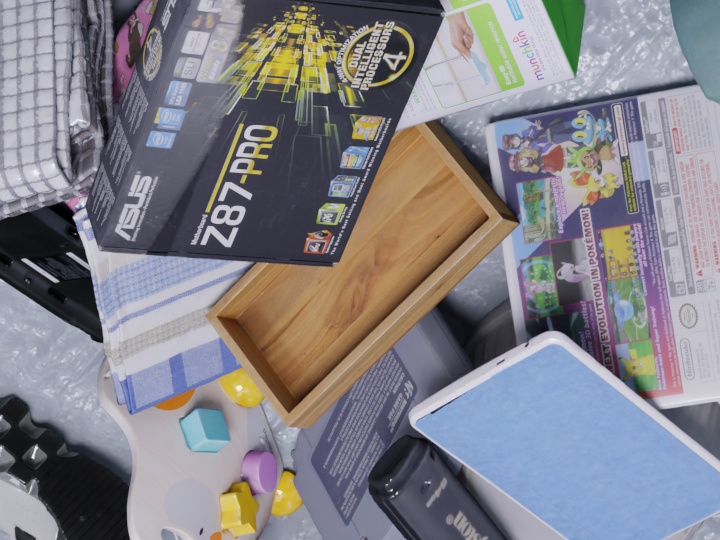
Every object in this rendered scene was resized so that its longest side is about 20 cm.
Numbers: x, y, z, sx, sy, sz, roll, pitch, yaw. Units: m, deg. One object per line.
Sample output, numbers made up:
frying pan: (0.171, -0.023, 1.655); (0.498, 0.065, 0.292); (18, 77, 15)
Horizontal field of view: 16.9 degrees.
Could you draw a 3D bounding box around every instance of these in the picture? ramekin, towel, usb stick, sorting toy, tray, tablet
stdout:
ramekin: (0.156, 0.115, 1.648); (0.200, 0.105, 0.201); (5, 124, 7)
towel: (-0.111, 0.002, 1.610); (0.147, 0.024, 0.200); (-23, 138, -15)
usb stick: (0.071, 0.187, 1.611); (0.033, 0.055, 0.200); (20, 154, 52)
sorting toy: (-0.117, 0.175, 1.692); (0.107, 0.180, 0.200); (-9, 122, 17)
tray: (0.000, 0.000, 1.580); (0.200, 0.037, 0.099); (-45, 68, 16)
towel: (-0.236, -0.118, 1.514); (0.165, 0.200, 0.086); (-14, 156, 18)
tablet: (0.142, 0.117, 1.554); (0.130, 0.014, 0.200); (-32, 125, 33)

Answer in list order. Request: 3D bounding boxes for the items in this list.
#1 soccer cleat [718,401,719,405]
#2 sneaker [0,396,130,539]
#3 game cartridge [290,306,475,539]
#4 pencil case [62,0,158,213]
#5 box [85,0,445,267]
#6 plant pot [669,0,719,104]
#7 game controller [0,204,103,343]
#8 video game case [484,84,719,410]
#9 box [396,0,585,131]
soccer cleat: (0.227, 0.019, 1.572); (0.069, 0.085, 0.200); (-20, 108, 22)
sneaker: (-0.229, 0.174, 1.772); (0.200, 0.074, 0.089); (43, 138, 8)
game cartridge: (0.018, 0.111, 1.658); (0.041, 0.133, 0.200); (2, 132, -30)
pencil case: (-0.128, -0.113, 1.561); (0.087, 0.083, 0.200); (48, 124, 13)
box: (-0.058, -0.094, 1.427); (0.161, 0.049, 0.200); (5, 129, -26)
plant pot: (0.297, -0.165, 1.389); (0.196, 0.200, 0.200); (-30, 114, 35)
game controller: (-0.206, -0.009, 1.624); (0.104, 0.042, 0.200); (-15, 144, 34)
video game case: (0.182, -0.011, 1.542); (0.182, 0.023, 0.201); (-9, 86, 16)
box: (0.019, -0.194, 1.468); (0.176, 0.097, 0.200); (-16, 120, 21)
